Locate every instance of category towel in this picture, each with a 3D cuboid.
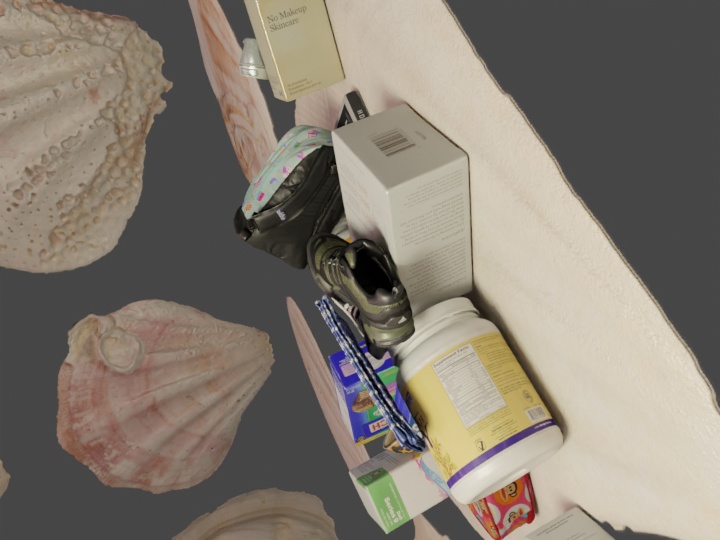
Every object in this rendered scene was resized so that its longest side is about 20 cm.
[{"bbox_3d":[0.017,0.128,0.819,0.202,0.024,0.145,57,180,21],"label":"towel"}]

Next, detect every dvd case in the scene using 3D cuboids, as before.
[{"bbox_3d":[0.000,-0.169,1.057,0.200,0.024,0.153,127,120,-76],"label":"dvd case"}]

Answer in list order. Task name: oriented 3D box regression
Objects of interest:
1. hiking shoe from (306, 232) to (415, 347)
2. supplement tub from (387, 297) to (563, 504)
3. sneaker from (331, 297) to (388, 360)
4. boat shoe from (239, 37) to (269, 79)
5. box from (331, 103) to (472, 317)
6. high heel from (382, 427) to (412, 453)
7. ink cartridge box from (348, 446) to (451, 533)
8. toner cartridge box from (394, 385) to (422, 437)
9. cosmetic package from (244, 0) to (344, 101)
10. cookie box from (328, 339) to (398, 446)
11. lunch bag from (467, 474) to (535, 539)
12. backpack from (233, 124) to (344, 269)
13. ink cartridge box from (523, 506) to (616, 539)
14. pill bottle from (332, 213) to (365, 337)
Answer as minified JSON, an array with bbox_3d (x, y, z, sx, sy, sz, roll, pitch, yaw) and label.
[{"bbox_3d":[0.000,-0.006,0.787,0.200,0.075,0.102,43,145,40],"label":"hiking shoe"},{"bbox_3d":[0.129,0.150,0.797,0.202,0.143,0.146,61,166,25],"label":"supplement tub"},{"bbox_3d":[0.001,0.041,0.920,0.129,0.080,0.199,39,-165,-3],"label":"sneaker"},{"bbox_3d":[-0.138,-0.358,1.100,0.201,0.069,0.073,-55,-25,-64],"label":"boat shoe"},{"bbox_3d":[0.053,-0.070,0.823,0.153,0.105,0.203,52,160,45],"label":"box"},{"bbox_3d":[0.083,0.194,1.057,0.071,0.140,0.204,43,153,60],"label":"high heel"},{"bbox_3d":[0.095,0.337,1.127,0.089,0.197,0.145,62,166,1],"label":"ink cartridge box"},{"bbox_3d":[0.087,0.134,0.956,0.095,0.042,0.205,-120,36,-70],"label":"toner cartridge box"},{"bbox_3d":[-0.103,-0.364,0.983,0.073,0.102,0.203,40,151,60],"label":"cosmetic package"},{"bbox_3d":[0.044,0.199,1.170,0.202,0.168,0.076,81,163,-49],"label":"cookie box"},{"bbox_3d":[0.166,0.263,0.973,0.176,0.081,0.204,-144,34,-67],"label":"lunch bag"},{"bbox_3d":[-0.091,-0.120,1.032,0.165,0.201,0.127,24,-162,-45],"label":"backpack"},{"bbox_3d":[0.274,0.378,0.719,0.200,0.083,0.147,-147,36,-70],"label":"ink cartridge box"},{"bbox_3d":[0.000,0.000,1.107,0.202,0.111,0.113,55,163,22],"label":"pill bottle"}]
